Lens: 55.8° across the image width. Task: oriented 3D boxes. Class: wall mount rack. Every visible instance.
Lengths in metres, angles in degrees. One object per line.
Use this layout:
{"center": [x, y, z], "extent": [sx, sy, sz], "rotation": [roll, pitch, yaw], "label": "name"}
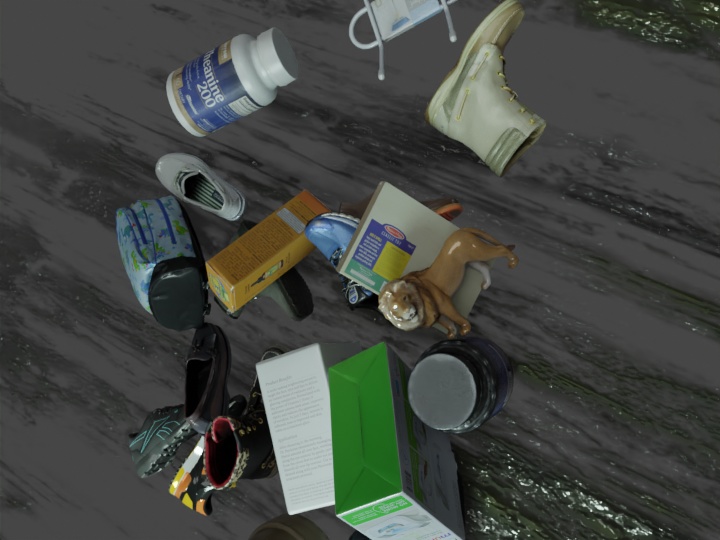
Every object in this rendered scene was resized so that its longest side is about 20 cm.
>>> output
{"center": [0.066, -0.374, 0.995], "extent": [0.196, 0.074, 0.178], "rotation": [-23, 78, 20], "label": "wall mount rack"}

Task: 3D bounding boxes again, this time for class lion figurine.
{"center": [0.115, 0.007, 0.889], "extent": [0.122, 0.072, 0.201], "rotation": [41, 71, -10], "label": "lion figurine"}

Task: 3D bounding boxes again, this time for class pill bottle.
{"center": [-0.201, -0.303, 1.082], "extent": [0.196, 0.110, 0.114], "rotation": [-20, 78, 20], "label": "pill bottle"}
{"center": [0.127, 0.143, 0.861], "extent": [0.109, 0.199, 0.116], "rotation": [-2, 85, 21], "label": "pill bottle"}

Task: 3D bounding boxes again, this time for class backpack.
{"center": [-0.315, -0.026, 1.082], "extent": [0.149, 0.165, 0.204], "rotation": [-3, 54, -12], "label": "backpack"}

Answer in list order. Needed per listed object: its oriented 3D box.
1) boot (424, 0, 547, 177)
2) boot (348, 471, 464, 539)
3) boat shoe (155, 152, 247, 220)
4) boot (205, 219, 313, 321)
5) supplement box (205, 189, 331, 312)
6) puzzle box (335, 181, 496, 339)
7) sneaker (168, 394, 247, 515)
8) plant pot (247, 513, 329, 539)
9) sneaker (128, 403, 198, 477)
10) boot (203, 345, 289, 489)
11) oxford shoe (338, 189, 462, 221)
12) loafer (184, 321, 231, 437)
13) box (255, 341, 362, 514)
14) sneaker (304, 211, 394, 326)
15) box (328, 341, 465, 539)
{"center": [0.199, -0.249, 0.932], "extent": [0.154, 0.072, 0.202], "rotation": [41, 106, 21], "label": "boot"}
{"center": [0.060, 0.376, 0.938], "extent": [0.163, 0.076, 0.207], "rotation": [0, 92, 19], "label": "boot"}
{"center": [-0.274, -0.148, 1.124], "extent": [0.196, 0.066, 0.075], "rotation": [25, 95, 22], "label": "boat shoe"}
{"center": [-0.164, 0.032, 1.074], "extent": [0.131, 0.067, 0.201], "rotation": [-48, 65, 20], "label": "boot"}
{"center": [-0.132, -0.032, 0.997], "extent": [0.068, 0.067, 0.199], "rotation": [38, 59, 18], "label": "supplement box"}
{"center": [0.079, -0.013, 0.917], "extent": [0.197, 0.025, 0.135], "rotation": [30, 89, -18], "label": "puzzle box"}
{"center": [-0.218, 0.293, 1.074], "extent": [0.089, 0.070, 0.202], "rotation": [36, 100, 5], "label": "sneaker"}
{"center": [-0.140, 0.464, 0.937], "extent": [0.196, 0.171, 0.207], "rotation": [2, 93, 41], "label": "plant pot"}
{"center": [-0.309, 0.251, 1.105], "extent": [0.199, 0.075, 0.080], "rotation": [-42, 70, 14], "label": "sneaker"}
{"center": [-0.161, 0.217, 1.003], "extent": [0.071, 0.150, 0.206], "rotation": [11, 90, 22], "label": "boot"}
{"center": [0.051, -0.088, 0.983], "extent": [0.195, 0.071, 0.075], "rotation": [-10, 78, 22], "label": "oxford shoe"}
{"center": [-0.241, 0.156, 1.046], "extent": [0.071, 0.063, 0.203], "rotation": [-30, 47, 18], "label": "loafer"}
{"center": [-0.048, 0.212, 0.956], "extent": [0.104, 0.152, 0.206], "rotation": [-19, 78, 20], "label": "box"}
{"center": [0.000, 0.000, 0.948], "extent": [0.198, 0.090, 0.079], "rotation": [39, 142, -2], "label": "sneaker"}
{"center": [0.046, 0.230, 0.861], "extent": [0.095, 0.177, 0.204], "rotation": [-24, 45, 19], "label": "box"}
